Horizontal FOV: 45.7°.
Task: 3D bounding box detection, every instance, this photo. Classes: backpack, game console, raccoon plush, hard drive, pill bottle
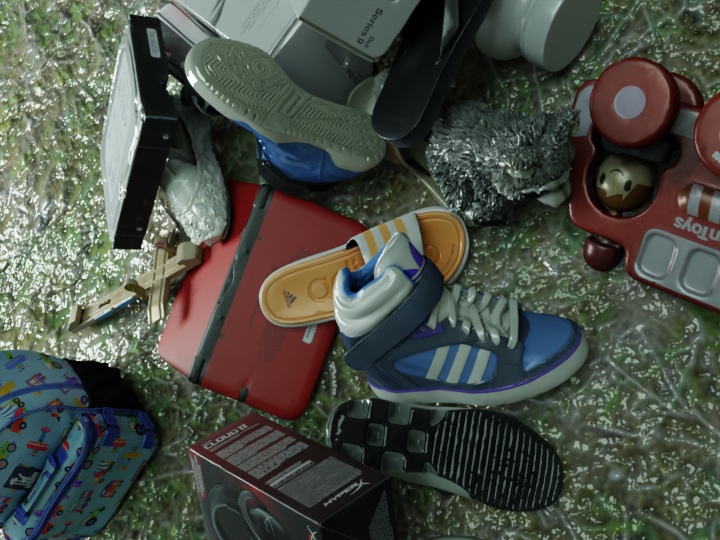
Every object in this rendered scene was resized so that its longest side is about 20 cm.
[{"bbox_3d":[-0.323,0.173,0.830,0.134,0.200,0.184,40,95,28],"label":"backpack"},{"bbox_3d":[-0.102,0.024,0.863,0.170,0.119,0.203,21,87,-3],"label":"game console"},{"bbox_3d":[0.087,-0.113,0.697,0.198,0.134,0.098,29,78,6],"label":"raccoon plush"},{"bbox_3d":[-0.232,-0.136,0.873,0.201,0.037,0.142,122,140,-48],"label":"hard drive"},{"bbox_3d":[0.114,-0.263,0.776,0.199,0.112,0.113,38,95,28],"label":"pill bottle"}]

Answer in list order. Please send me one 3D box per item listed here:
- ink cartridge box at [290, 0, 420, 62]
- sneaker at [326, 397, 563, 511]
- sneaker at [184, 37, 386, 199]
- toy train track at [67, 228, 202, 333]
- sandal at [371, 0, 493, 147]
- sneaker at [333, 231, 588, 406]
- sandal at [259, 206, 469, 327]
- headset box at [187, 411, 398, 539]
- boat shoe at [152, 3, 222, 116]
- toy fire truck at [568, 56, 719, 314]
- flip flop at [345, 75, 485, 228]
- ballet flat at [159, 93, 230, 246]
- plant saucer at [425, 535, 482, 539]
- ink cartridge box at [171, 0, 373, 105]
[{"bbox_3d":[-0.001,-0.291,0.711,0.146,0.086,0.202,-53,36,27],"label":"ink cartridge box"},{"bbox_3d":[0.070,0.150,0.720,0.196,0.089,0.075,15,77,3],"label":"sneaker"},{"bbox_3d":[-0.084,-0.128,0.773,0.111,0.198,0.078,-26,53,48],"label":"sneaker"},{"bbox_3d":[-0.251,0.015,0.914,0.198,0.032,0.116,-27,47,26],"label":"toy train track"},{"bbox_3d":[0.059,-0.201,0.692,0.075,0.043,0.204,13,82,44],"label":"sandal"},{"bbox_3d":[0.073,0.032,0.690,0.197,0.148,0.081,-10,34,20],"label":"sneaker"},{"bbox_3d":[0.002,0.008,0.765,0.203,0.059,0.080,-21,94,7],"label":"sandal"},{"bbox_3d":[-0.058,0.216,0.697,0.198,0.077,0.152,13,117,46],"label":"headset box"},{"bbox_3d":[-0.157,-0.192,0.889,0.200,0.072,0.068,43,79,8],"label":"boat shoe"},{"bbox_3d":[0.246,-0.066,0.672,0.198,0.111,0.171,23,106,30],"label":"toy fire truck"},{"bbox_3d":[0.058,-0.118,0.796,0.081,0.057,0.201,-46,64,11],"label":"flip flop"},{"bbox_3d":[-0.185,-0.109,0.887,0.071,0.072,0.202,-30,51,16],"label":"ballet flat"},{"bbox_3d":[0.072,0.319,0.683,0.197,0.050,0.204,-7,73,24],"label":"plant saucer"},{"bbox_3d":[-0.098,-0.247,0.856,0.199,0.145,0.085,39,93,29],"label":"ink cartridge box"}]
